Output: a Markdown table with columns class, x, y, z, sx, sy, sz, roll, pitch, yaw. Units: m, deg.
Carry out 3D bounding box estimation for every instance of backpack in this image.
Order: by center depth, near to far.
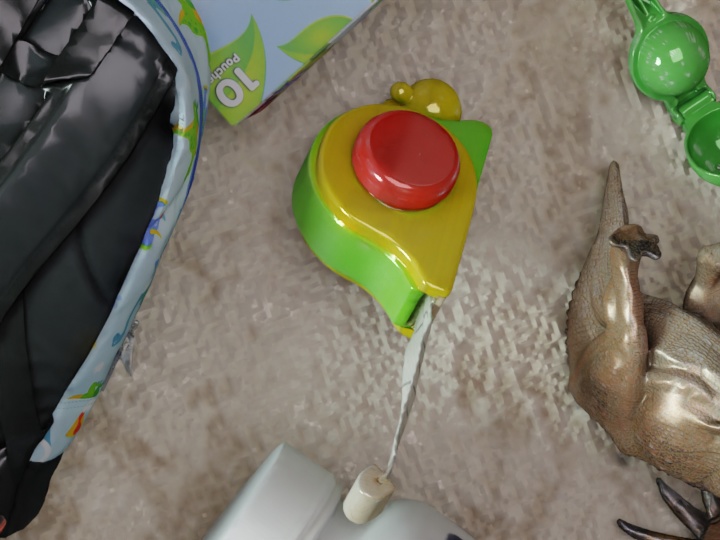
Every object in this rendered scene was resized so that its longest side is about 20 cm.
| class | x | y | z | sx | sy | sz | roll | pitch | yaw |
| --- | --- | --- | --- | --- | --- | --- | --- | --- | --- |
| backpack | -0.138 | -0.033 | 0.868 | 0.163 | 0.154 | 0.200 | 29 | 119 | 1 |

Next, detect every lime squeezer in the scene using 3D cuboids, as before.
| class | x | y | z | sx | sy | sz | roll | pitch | yaw |
| --- | --- | --- | --- | --- | --- | --- | --- | --- | --- |
| lime squeezer | 0.134 | -0.072 | 0.946 | 0.038 | 0.071 | 0.200 | -34 | 83 | 9 |

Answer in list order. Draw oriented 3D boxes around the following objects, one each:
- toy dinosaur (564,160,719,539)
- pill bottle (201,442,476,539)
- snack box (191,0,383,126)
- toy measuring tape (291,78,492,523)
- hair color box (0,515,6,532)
| class | x | y | z | sx | sy | sz | roll | pitch | yaw |
| --- | --- | --- | --- | --- | --- | --- | --- | --- | --- |
| toy dinosaur | 0.128 | 0.057 | 0.932 | 0.086 | 0.136 | 0.200 | -21 | 62 | -37 |
| pill bottle | 0.026 | 0.157 | 0.891 | 0.200 | 0.111 | 0.111 | 38 | 82 | -3 |
| snack box | -0.060 | -0.178 | 0.915 | 0.142 | 0.053 | 0.200 | -41 | 92 | 16 |
| toy measuring tape | 0.000 | 0.000 | 0.901 | 0.074 | 0.074 | 0.200 | 20 | 54 | -5 |
| hair color box | -0.226 | 0.146 | 0.843 | 0.111 | 0.064 | 0.200 | 32 | 109 | -3 |
